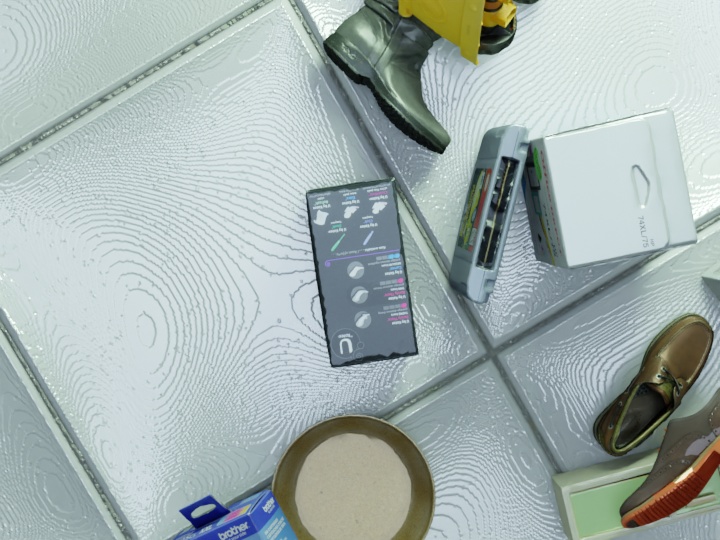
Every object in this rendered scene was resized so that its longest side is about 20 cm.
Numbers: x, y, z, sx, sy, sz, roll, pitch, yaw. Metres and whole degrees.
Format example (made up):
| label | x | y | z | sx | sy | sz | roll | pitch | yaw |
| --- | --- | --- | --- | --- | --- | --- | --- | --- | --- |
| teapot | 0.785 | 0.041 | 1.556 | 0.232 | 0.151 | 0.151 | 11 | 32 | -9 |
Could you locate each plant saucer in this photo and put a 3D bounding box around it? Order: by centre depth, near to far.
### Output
| label | x | y | z | sx | sy | sz | roll | pitch | yaw |
| --- | --- | --- | --- | --- | --- | --- | --- | --- | --- |
| plant saucer | -0.009 | 0.271 | 1.395 | 0.198 | 0.035 | 0.203 | 0 | 93 | -1 |

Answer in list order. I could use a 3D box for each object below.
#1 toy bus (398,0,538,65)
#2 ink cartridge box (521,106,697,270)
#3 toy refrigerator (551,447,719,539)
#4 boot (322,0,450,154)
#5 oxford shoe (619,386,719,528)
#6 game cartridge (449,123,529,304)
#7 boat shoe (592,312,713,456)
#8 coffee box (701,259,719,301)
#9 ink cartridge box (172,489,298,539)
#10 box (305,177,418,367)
| label | x | y | z | sx | sy | sz | roll | pitch | yaw |
| --- | --- | --- | --- | --- | --- | --- | --- | --- | --- |
| toy bus | 0.119 | -0.364 | 1.316 | 0.191 | 0.136 | 0.201 | 31 | 66 | 18 |
| ink cartridge box | 0.269 | -0.090 | 1.299 | 0.144 | 0.200 | 0.149 | -12 | 93 | 0 |
| toy refrigerator | 0.337 | 0.265 | 1.386 | 0.198 | 0.070 | 0.077 | -14 | 93 | -1 |
| boot | 0.063 | -0.245 | 1.357 | 0.131 | 0.068 | 0.200 | -45 | 95 | -4 |
| oxford shoe | 0.368 | 0.218 | 1.334 | 0.200 | 0.071 | 0.073 | -41 | 55 | 3 |
| game cartridge | 0.145 | -0.067 | 1.331 | 0.040 | 0.133 | 0.202 | 13 | 93 | -2 |
| boat shoe | 0.359 | 0.141 | 1.379 | 0.072 | 0.068 | 0.201 | 35 | 91 | -1 |
| coffee box | 0.523 | -0.012 | 1.368 | 0.199 | 0.080 | 0.115 | -39 | 93 | 1 |
| ink cartridge box | -0.139 | 0.352 | 1.361 | 0.136 | 0.076 | 0.201 | -28 | 92 | 19 |
| box | 0.000 | 0.000 | 1.337 | 0.105 | 0.122 | 0.203 | -8 | 93 | -1 |
